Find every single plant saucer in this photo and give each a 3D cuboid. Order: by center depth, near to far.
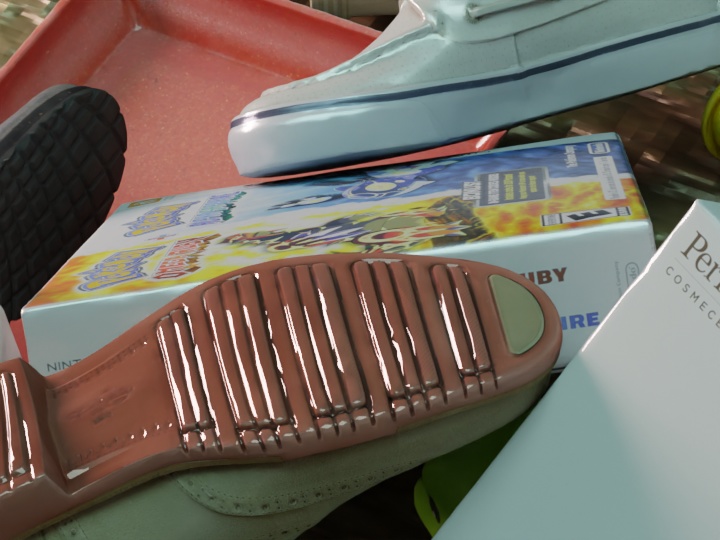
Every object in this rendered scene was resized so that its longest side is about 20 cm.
[{"bbox_3d":[-0.065,-0.020,0.968,0.199,0.037,0.200,20,58,26],"label":"plant saucer"}]

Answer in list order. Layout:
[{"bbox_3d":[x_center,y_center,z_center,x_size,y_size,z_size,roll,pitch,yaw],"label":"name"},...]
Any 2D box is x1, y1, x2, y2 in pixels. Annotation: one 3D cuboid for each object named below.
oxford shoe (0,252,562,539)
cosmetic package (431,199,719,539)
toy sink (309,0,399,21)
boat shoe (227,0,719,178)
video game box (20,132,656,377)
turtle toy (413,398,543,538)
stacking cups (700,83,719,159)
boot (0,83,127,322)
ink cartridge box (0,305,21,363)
[{"bbox_3d":[-0.039,0.052,0.700,0.199,0.074,0.071,-15,39,5],"label":"oxford shoe"},{"bbox_3d":[0.082,0.093,0.690,0.108,0.085,0.200,47,112,32],"label":"cosmetic package"},{"bbox_3d":[0.020,-0.180,1.025,0.199,0.112,0.131,-4,48,-2],"label":"toy sink"},{"bbox_3d":[0.042,-0.084,0.913,0.199,0.071,0.070,-16,91,-16],"label":"boat shoe"},{"bbox_3d":[0.000,0.000,0.813,0.181,0.047,0.200,-10,9,4],"label":"video game box"},{"bbox_3d":[0.108,0.088,0.794,0.200,0.146,0.101,29,83,30],"label":"turtle toy"},{"bbox_3d":[0.184,0.007,0.883,0.060,0.061,0.200,-21,51,-6],"label":"stacking cups"},{"bbox_3d":[-0.187,-0.013,0.920,0.131,0.070,0.200,24,55,31],"label":"boot"},{"bbox_3d":[-0.154,0.075,0.799,0.116,0.200,0.068,-7,50,5],"label":"ink cartridge box"}]
